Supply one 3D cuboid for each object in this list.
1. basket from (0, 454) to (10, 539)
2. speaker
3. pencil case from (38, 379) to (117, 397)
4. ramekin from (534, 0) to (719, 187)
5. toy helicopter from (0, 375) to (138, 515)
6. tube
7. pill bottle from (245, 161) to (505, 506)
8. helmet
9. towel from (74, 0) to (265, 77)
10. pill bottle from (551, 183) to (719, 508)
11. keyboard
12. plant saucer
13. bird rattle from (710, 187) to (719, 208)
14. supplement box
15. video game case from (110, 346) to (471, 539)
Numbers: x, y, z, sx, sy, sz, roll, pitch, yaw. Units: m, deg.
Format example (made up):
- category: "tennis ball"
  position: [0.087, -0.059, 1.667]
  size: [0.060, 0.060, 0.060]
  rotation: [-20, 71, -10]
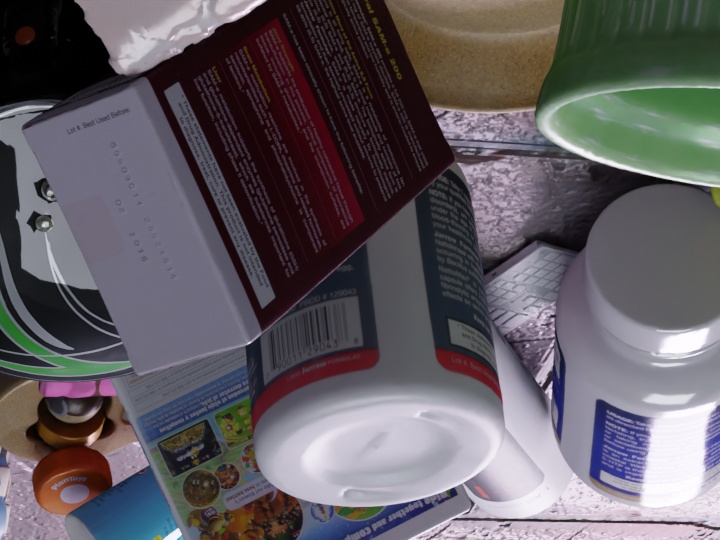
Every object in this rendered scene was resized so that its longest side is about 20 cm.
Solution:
- category: "basket"
  position: [-0.318, 0.141, 1.281]
  size: [0.199, 0.141, 0.176]
  rotation: [0, -178, -42]
- category: "speaker"
  position: [0.069, 0.082, 1.329]
  size: [0.081, 0.082, 0.200]
  rotation: [-15, 153, 13]
- category: "pencil case"
  position: [-0.080, 0.018, 1.206]
  size: [0.198, 0.092, 0.094]
  rotation: [-1, -168, -10]
- category: "ramekin"
  position: [0.175, -0.099, 0.921]
  size: [0.198, 0.099, 0.200]
  rotation: [7, 172, 1]
- category: "toy helicopter"
  position: [-0.125, 0.051, 1.284]
  size: [0.198, 0.079, 0.133]
  rotation: [-21, 139, 2]
- category: "tube"
  position: [-0.080, 0.114, 1.316]
  size: [0.199, 0.051, 0.078]
  rotation: [-32, 166, -25]
- category: "pill bottle"
  position: [0.000, 0.000, 1.077]
  size: [0.118, 0.202, 0.120]
  rotation: [-5, 149, -3]
- category: "helmet"
  position: [-0.131, -0.044, 0.993]
  size: [0.198, 0.201, 0.191]
  rotation: [-17, 134, 16]
- category: "towel"
  position: [-0.049, -0.196, 0.774]
  size: [0.199, 0.032, 0.192]
  rotation: [-30, 103, 12]
- category: "pill bottle"
  position: [0.168, 0.042, 1.253]
  size: [0.118, 0.121, 0.200]
  rotation: [-6, 151, 0]
- category: "keyboard"
  position: [0.061, 0.036, 1.333]
  size: [0.056, 0.011, 0.200]
  rotation: [18, 141, -35]
- category: "plant saucer"
  position: [0.075, -0.144, 1.014]
  size: [0.198, 0.036, 0.201]
  rotation: [-5, 149, -3]
- category: "bird rattle"
  position: [0.281, -0.056, 1.147]
  size: [0.199, 0.113, 0.163]
  rotation: [12, 128, -34]
- category: "supplement box"
  position: [-0.042, -0.051, 0.906]
  size: [0.061, 0.110, 0.200]
  rotation: [-16, -166, 33]
- category: "video game case"
  position: [-0.048, 0.063, 1.149]
  size: [0.142, 0.201, 0.018]
  rotation: [-25, 177, -11]
